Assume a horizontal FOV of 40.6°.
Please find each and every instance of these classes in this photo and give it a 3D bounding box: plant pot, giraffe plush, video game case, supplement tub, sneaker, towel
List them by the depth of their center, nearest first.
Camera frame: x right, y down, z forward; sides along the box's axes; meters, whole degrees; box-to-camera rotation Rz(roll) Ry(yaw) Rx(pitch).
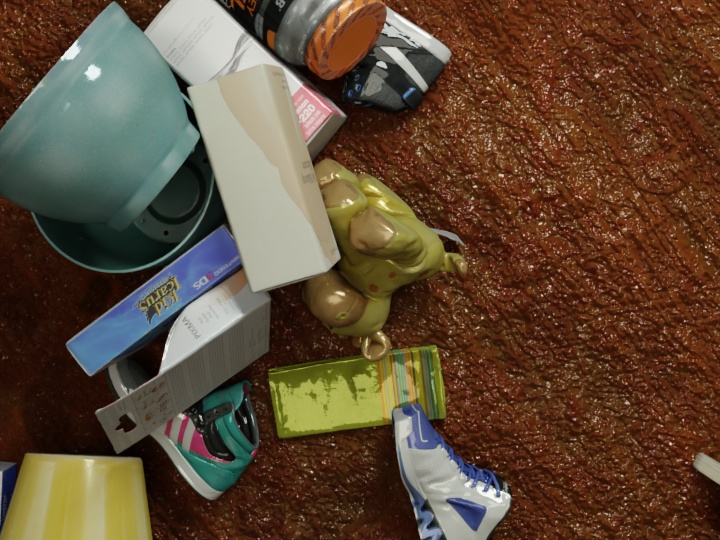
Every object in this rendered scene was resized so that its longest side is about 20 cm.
[{"bbox_3d":[-0.231,-0.120,0.876,0.134,0.200,0.200,39,96,-17],"label":"plant pot"},{"bbox_3d":[-0.075,-0.292,0.981,0.200,0.123,0.123,44,96,14],"label":"supplement tub"},{"bbox_3d":[-0.191,0.023,1.029,0.200,0.181,0.045,-36,92,6],"label":"video game case"},{"bbox_3d":[-0.227,-0.094,1.038,0.200,0.161,0.201,0,88,9],"label":"plant pot"},{"bbox_3d":[0.000,0.000,1.061,0.200,0.173,0.162,26,109,-33],"label":"giraffe plush"},{"bbox_3d":[-0.011,-0.245,1.064,0.200,0.073,0.112,32,94,-1],"label":"sneaker"},{"bbox_3d":[-0.313,0.300,1.077,0.200,0.201,0.189,2,79,3],"label":"plant pot"},{"bbox_3d":[0.108,0.236,1.098,0.115,0.081,0.200,-17,100,1],"label":"sneaker"},{"bbox_3d":[-0.185,0.152,1.099,0.121,0.084,0.200,-38,99,10],"label":"sneaker"},{"bbox_3d":[-0.004,0.141,1.122,0.200,0.018,0.086,-8,93,4],"label":"towel"}]

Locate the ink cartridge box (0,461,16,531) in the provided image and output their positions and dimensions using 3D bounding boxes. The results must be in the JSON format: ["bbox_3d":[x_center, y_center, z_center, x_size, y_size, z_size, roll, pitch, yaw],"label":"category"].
[{"bbox_3d":[-0.513,0.270,1.149,0.200,0.044,0.094,3,93,3],"label":"ink cartridge box"}]

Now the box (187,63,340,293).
[{"bbox_3d":[-0.089,-0.088,0.929,0.078,0.095,0.200,-16,98,10],"label":"box"}]

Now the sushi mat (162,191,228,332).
[{"bbox_3d":[-0.168,-0.011,1.122,0.096,0.012,0.200,32,95,0],"label":"sushi mat"}]

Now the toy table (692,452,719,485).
[{"bbox_3d":[0.456,0.266,1.054,0.184,0.117,0.200,41,95,0],"label":"toy table"}]

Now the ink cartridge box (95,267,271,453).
[{"bbox_3d":[-0.183,0.095,0.996,0.200,0.162,0.050,-32,73,-18],"label":"ink cartridge box"}]

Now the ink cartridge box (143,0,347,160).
[{"bbox_3d":[-0.118,-0.202,1.037,0.200,0.146,0.085,41,98,-1],"label":"ink cartridge box"}]
